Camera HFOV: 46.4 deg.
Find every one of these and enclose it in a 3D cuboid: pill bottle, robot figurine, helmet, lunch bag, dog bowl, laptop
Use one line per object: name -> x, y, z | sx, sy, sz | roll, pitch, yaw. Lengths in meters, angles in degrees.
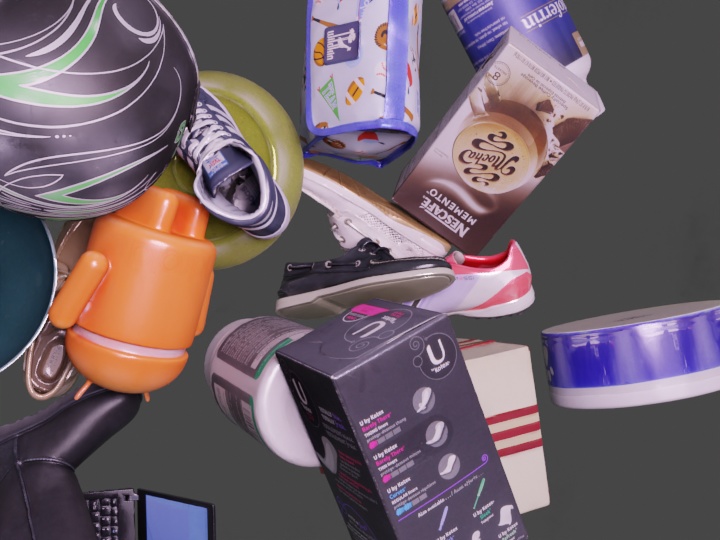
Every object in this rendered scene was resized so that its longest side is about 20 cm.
pill bottle -> -0.075, 0.103, 0.786 | 0.112, 0.200, 0.114 | -2, 95, -26
robot figurine -> -0.201, 0.023, 0.764 | 0.116, 0.144, 0.202 | 16, 94, -3
helmet -> -0.244, -0.134, 0.669 | 0.200, 0.200, 0.191 | 40, 60, -10
lunch bag -> 0.003, -0.201, 0.823 | 0.123, 0.200, 0.172 | 3, 89, -15
dog bowl -> 0.295, 0.087, 0.892 | 0.198, 0.200, 0.080 | -10, 87, -15
laptop -> -0.239, 0.307, 0.795 | 0.198, 0.103, 0.179 | -1, 88, -15
pill bottle -> 0.179, -0.240, 0.914 | 0.115, 0.116, 0.201 | -31, 97, -13

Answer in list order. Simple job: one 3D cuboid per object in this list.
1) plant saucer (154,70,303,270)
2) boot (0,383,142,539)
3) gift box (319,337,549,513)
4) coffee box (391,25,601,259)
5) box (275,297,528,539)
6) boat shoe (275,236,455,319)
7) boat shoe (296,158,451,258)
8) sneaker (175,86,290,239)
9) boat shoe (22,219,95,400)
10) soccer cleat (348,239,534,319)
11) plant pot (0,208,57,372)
plant saucer -> -0.156, -0.101, 0.835 | 0.198, 0.031, 0.202 | 0, 90, 3
boot -> -0.252, 0.214, 0.758 | 0.164, 0.066, 0.201 | -26, 52, -4
gift box -> 0.055, 0.150, 0.844 | 0.185, 0.184, 0.202 | -11, 88, -23
coffee box -> 0.135, -0.128, 0.861 | 0.113, 0.080, 0.200 | 34, 119, -7
box -> 0.031, 0.137, 0.661 | 0.106, 0.122, 0.201 | -27, 106, -22
boat shoe -> 0.001, 0.001, 0.847 | 0.074, 0.198, 0.067 | 26, 56, -50
boat shoe -> -0.003, -0.050, 0.886 | 0.199, 0.071, 0.070 | 30, 106, -8
sneaker -> -0.142, -0.114, 0.764 | 0.070, 0.108, 0.200 | -42, 87, 2
boat shoe -> -0.275, 0.028, 0.813 | 0.071, 0.064, 0.202 | 15, 85, -14
soccer cleat -> 0.078, 0.017, 0.875 | 0.198, 0.068, 0.074 | -9, 112, 13
plant pot -> -0.376, 0.012, 0.744 | 0.198, 0.135, 0.202 | 4, 79, -21
